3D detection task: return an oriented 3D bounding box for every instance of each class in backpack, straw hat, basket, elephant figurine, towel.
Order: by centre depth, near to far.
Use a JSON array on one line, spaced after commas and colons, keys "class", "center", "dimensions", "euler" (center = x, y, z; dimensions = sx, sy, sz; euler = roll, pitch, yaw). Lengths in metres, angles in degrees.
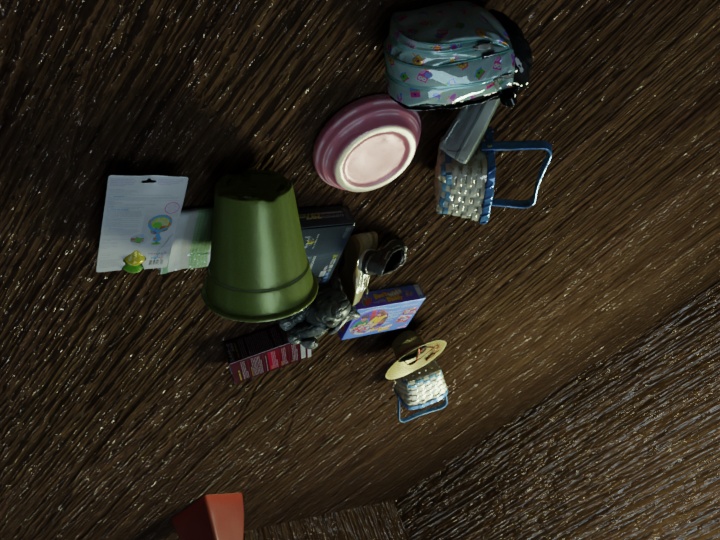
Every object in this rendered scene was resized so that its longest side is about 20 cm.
[{"class": "backpack", "center": [0.126, -0.307, 0.913], "dimensions": [0.196, 0.168, 0.128], "euler": [-14, 130, -14]}, {"class": "towel", "center": [-0.254, -0.055, 1.121], "dimensions": [0.197, 0.031, 0.150], "euler": [-8, 147, -29]}, {"class": "basket", "center": [0.236, -0.176, 1.166], "dimensions": [0.196, 0.141, 0.177], "euler": [6, 149, 4]}, {"class": "elephant figurine", "center": [-0.067, 0.084, 1.354], "dimensions": [0.198, 0.157, 0.141], "euler": [-26, 134, 36]}, {"class": "straw hat", "center": [0.138, 0.219, 1.806], "dimensions": [0.198, 0.086, 0.202], "euler": [-24, 155, -12]}, {"class": "basket", "center": [0.196, 0.383, 2.034], "dimensions": [0.173, 0.139, 0.203], "euler": [-16, 119, -16]}]

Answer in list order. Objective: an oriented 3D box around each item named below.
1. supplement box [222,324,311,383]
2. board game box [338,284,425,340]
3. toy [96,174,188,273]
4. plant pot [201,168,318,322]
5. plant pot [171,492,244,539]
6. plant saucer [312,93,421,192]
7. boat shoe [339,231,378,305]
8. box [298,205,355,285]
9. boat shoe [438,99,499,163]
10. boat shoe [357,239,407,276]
[{"class": "supplement box", "center": [-0.217, 0.188, 1.503], "dimensions": [0.197, 0.062, 0.110], "euler": [-18, 149, -15]}, {"class": "board game box", "center": [0.049, 0.103, 1.592], "dimensions": [0.197, 0.045, 0.135], "euler": [-8, 146, -29]}, {"class": "toy", "center": [-0.345, -0.080, 0.989], "dimensions": [0.113, 0.048, 0.202], "euler": [-5, 138, -33]}, {"class": "plant pot", "center": [-0.167, -0.053, 1.033], "dimensions": [0.197, 0.200, 0.193], "euler": [-12, 122, -22]}, {"class": "plant pot", "center": [-0.543, 0.951, 2.344], "dimensions": [0.199, 0.178, 0.199], "euler": [-37, 148, 21]}, {"class": "plant saucer", "center": [0.017, -0.203, 1.078], "dimensions": [0.197, 0.051, 0.202], "euler": [-19, 150, -11]}, {"class": "boat shoe", "center": [0.000, 0.000, 1.362], "dimensions": [0.062, 0.074, 0.202], "euler": [-19, 147, -23]}, {"class": "box", "center": [-0.112, -0.038, 1.235], "dimensions": [0.155, 0.052, 0.201], "euler": [-7, 146, -29]}, {"class": "boat shoe", "center": [0.191, -0.281, 1.051], "dimensions": [0.204, 0.071, 0.070], "euler": [-65, 171, 12]}, {"class": "boat shoe", "center": [0.061, -0.019, 1.323], "dimensions": [0.199, 0.056, 0.068], "euler": [-18, 128, -61]}]
